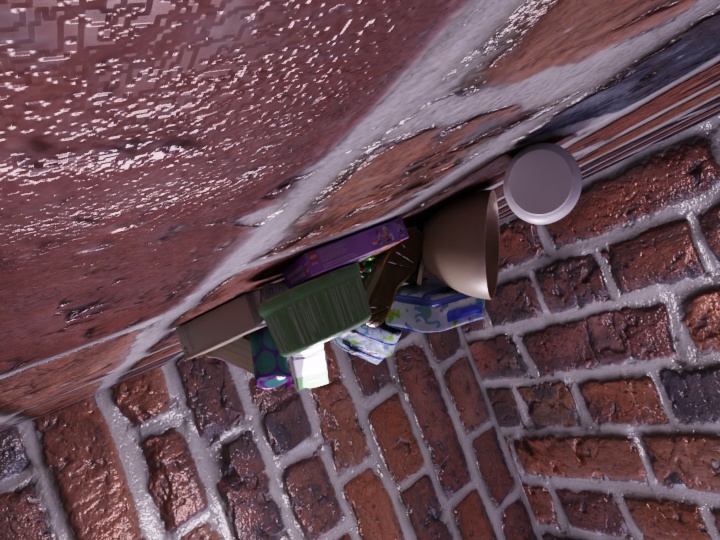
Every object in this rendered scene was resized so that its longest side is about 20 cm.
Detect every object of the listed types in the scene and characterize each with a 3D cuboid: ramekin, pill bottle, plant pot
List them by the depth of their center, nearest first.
[{"bbox_3d":[0.272,-0.127,0.813,0.110,0.116,0.199,-23,178,22],"label":"pill bottle"},{"bbox_3d":[-0.074,0.071,0.950,0.194,0.101,0.200,-23,178,-1],"label":"ramekin"},{"bbox_3d":[0.192,-0.051,1.055,0.130,0.208,0.199,2,-173,22],"label":"plant pot"}]

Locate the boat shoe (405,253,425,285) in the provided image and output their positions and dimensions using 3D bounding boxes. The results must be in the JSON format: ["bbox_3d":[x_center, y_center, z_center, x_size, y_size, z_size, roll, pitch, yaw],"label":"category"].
[{"bbox_3d":[0.112,-0.016,1.164,0.061,0.077,0.201,9,-169,10],"label":"boat shoe"}]

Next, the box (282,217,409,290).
[{"bbox_3d":[-0.028,-0.027,0.947,0.195,0.040,0.136,-22,177,-26],"label":"box"}]

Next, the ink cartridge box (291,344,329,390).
[{"bbox_3d":[-0.127,0.149,1.263,0.080,0.149,0.204,-9,132,-6],"label":"ink cartridge box"}]

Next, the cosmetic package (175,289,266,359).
[{"bbox_3d":[-0.279,0.112,1.149,0.195,0.075,0.103,-24,177,23],"label":"cosmetic package"}]

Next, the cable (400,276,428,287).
[{"bbox_3d":[0.066,0.043,1.201,0.195,0.051,0.097,-27,170,-12],"label":"cable"}]

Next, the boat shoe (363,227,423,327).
[{"bbox_3d":[0.048,0.004,1.037,0.204,0.073,0.066,-59,-145,0],"label":"boat shoe"}]

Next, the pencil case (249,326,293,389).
[{"bbox_3d":[-0.202,0.157,1.214,0.084,0.206,0.091,-28,148,27],"label":"pencil case"}]

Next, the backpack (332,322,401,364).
[{"bbox_3d":[0.002,0.133,1.308,0.193,0.159,0.164,10,-166,-11],"label":"backpack"}]

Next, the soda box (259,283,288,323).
[{"bbox_3d":[-0.103,0.065,1.097,0.193,0.071,0.063,-1,166,-22],"label":"soda box"}]

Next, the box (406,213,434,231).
[{"bbox_3d":[0.135,-0.080,1.223,0.155,0.047,0.200,-23,177,-1],"label":"box"}]

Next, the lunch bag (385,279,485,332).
[{"bbox_3d":[0.158,0.070,1.123,0.196,0.086,0.158,-10,-169,-40],"label":"lunch bag"}]

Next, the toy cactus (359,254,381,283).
[{"bbox_3d":[0.000,0.000,1.159,0.159,0.106,0.200,-8,177,5],"label":"toy cactus"}]

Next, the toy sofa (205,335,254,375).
[{"bbox_3d":[-0.268,0.189,1.300,0.083,0.195,0.100,143,-29,-82],"label":"toy sofa"}]
